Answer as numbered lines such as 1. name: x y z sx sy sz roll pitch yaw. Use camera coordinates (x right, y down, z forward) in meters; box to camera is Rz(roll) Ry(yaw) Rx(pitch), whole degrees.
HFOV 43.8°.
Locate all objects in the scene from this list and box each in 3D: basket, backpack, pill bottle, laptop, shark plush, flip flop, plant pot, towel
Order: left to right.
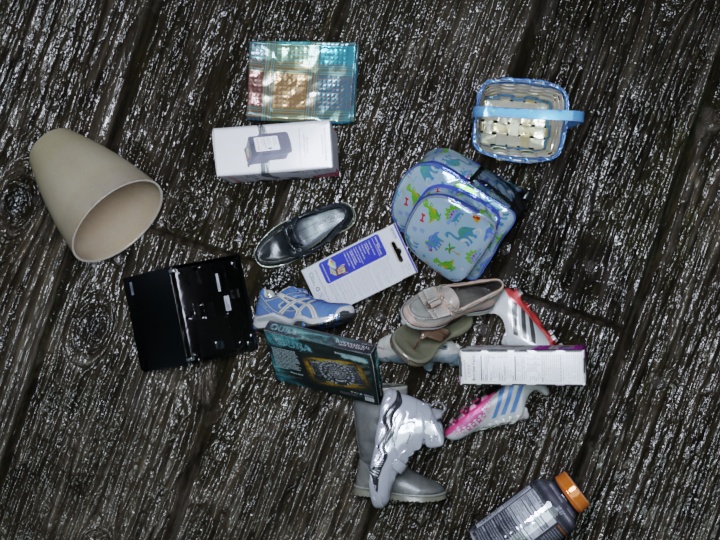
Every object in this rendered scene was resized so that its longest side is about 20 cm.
1. plant pot: -0.480 -0.151 1.565 0.187 0.187 0.200 -45 74 2
2. laptop: -0.308 0.078 1.626 0.199 0.103 0.178 -12 90 -22
3. towel: -0.104 -0.338 1.608 0.199 0.022 0.148 3 90 3
4. shark plush: 0.128 0.145 1.592 0.199 0.091 0.084 11 116 -11
5. flip flop: 0.125 0.098 1.520 0.081 0.200 0.058 45 135 23
6. backpack: 0.153 -0.098 1.510 0.200 0.147 0.183 35 129 8
7. basket: 0.271 -0.250 1.496 0.175 0.200 0.140 5 90 4
8. pill bottle: 0.296 0.433 1.544 0.200 0.106 0.106 -37 88 3

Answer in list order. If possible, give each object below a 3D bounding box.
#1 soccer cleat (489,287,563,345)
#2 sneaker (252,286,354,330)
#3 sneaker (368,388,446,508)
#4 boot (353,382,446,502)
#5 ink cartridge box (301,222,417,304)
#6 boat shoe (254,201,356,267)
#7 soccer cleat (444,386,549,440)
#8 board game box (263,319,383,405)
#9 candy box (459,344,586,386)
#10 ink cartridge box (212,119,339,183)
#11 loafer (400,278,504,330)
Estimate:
1. soccer cleat: 0.294 0.122 1.567 0.085 0.069 0.200 -36 85 11
2. sneaker: -0.103 0.065 1.561 0.199 0.076 0.077 -3 80 25
3. sneaker: 0.080 0.306 1.509 0.114 0.075 0.201 9 83 7
4. boot: 0.069 0.302 1.583 0.181 0.073 0.201 5 84 1
5. ink cartridge box: 0.000 0.000 1.567 0.199 0.037 0.095 -26 88 24
6. boat shoe: -0.101 -0.064 1.585 0.198 0.066 0.075 -21 89 3
7. soccer cleat: 0.240 0.246 1.565 0.200 0.070 0.086 -40 88 2
8. board game box: -0.062 0.158 1.534 0.199 0.136 0.028 11 46 20
9. candy box: 0.269 0.155 1.471 0.199 0.136 0.061 -1 88 15
10. ink cartridge box: -0.142 -0.203 1.548 0.199 0.145 0.085 -4 90 3
11. loafer: 0.155 0.046 1.495 0.199 0.063 0.072 -10 60 -36
